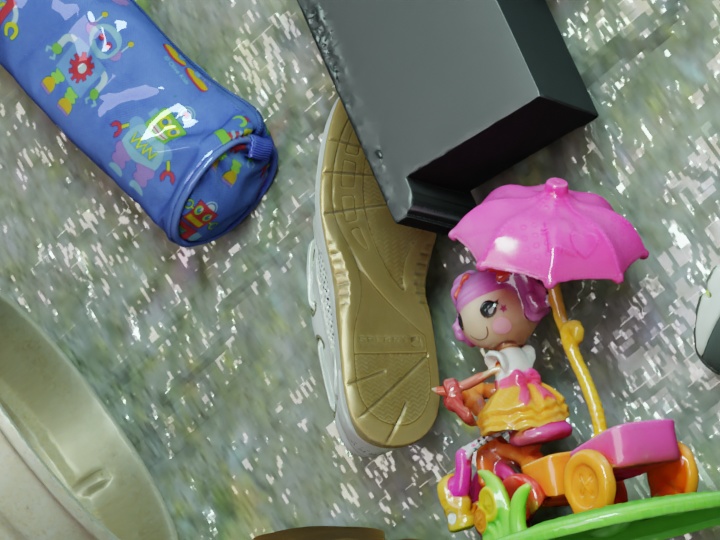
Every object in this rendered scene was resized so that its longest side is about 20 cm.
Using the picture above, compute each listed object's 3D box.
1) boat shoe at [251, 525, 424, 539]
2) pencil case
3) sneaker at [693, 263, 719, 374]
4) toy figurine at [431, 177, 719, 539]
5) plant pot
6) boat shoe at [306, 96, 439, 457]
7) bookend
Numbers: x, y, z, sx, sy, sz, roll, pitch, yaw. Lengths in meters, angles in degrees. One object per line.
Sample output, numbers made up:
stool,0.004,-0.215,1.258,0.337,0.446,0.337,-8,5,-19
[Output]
boat shoe,-0.006,0.169,1.480,0.070,0.200,0.071,-8,93,-17
pencil case,-0.130,-0.105,1.588,0.200,0.078,0.087,46,108,20
sneaker,0.239,-0.015,1.397,0.085,0.074,0.200,43,113,13
toy figurine,0.091,0.050,1.448,0.200,0.150,0.185,-27,71,53
plant pot,-0.229,0.131,1.547,0.183,0.200,0.201,-37,73,7
boat shoe,0.000,0.000,1.525,0.069,0.071,0.201,143,131,-63
bookend,0.076,-0.153,1.459,0.200,0.092,0.199,-31,71,22
